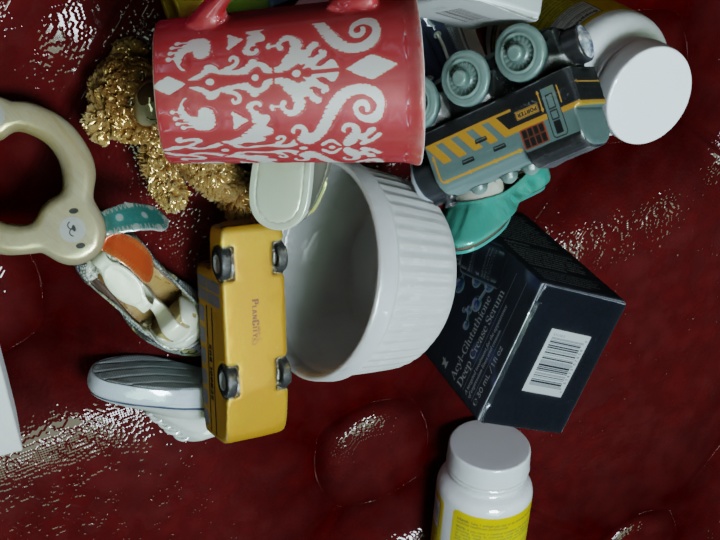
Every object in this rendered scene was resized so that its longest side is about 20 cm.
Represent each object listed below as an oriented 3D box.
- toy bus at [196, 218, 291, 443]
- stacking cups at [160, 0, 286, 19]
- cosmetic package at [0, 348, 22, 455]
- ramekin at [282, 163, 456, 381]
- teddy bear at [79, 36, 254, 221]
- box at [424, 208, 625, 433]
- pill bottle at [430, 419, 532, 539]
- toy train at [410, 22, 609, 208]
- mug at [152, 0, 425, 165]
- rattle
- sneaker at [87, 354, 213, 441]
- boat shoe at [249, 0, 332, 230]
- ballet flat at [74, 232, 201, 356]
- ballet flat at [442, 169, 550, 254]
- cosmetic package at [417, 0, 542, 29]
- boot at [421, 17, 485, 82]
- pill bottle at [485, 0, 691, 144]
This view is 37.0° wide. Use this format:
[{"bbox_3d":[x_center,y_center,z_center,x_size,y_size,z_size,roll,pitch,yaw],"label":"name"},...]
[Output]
[{"bbox_3d":[-0.108,0.053,0.990,0.064,0.078,0.203,-8,103,-28],"label":"toy bus"},{"bbox_3d":[-0.070,-0.253,0.905,0.198,0.060,0.061,-26,125,-16],"label":"stacking cups"},{"bbox_3d":[-0.365,0.069,0.923,0.106,0.085,0.202,-12,122,-18],"label":"cosmetic package"},{"bbox_3d":[0.000,0.000,0.992,0.104,0.200,0.202,3,117,-36],"label":"ramekin"},{"bbox_3d":[-0.142,-0.118,0.934,0.145,0.067,0.200,-40,127,-3],"label":"teddy bear"},{"bbox_3d":[0.143,0.040,1.071,0.106,0.200,0.150,12,111,-28],"label":"box"},{"bbox_3d":[0.141,0.284,1.261,0.113,0.114,0.202,-8,121,-20],"label":"pill bottle"},{"bbox_3d":[0.113,-0.129,0.904,0.198,0.115,0.085,-21,175,34],"label":"toy train"},{"bbox_3d":[-0.055,-0.165,0.829,0.197,0.133,0.180,-4,95,-1],"label":"mug"},{"bbox_3d":[-0.242,-0.058,0.850,0.199,0.143,0.131,38,67,-9],"label":"rattle"},{"bbox_3d":[-0.174,0.133,1.055,0.198,0.073,0.072,12,109,-30],"label":"sneaker"},{"bbox_3d":[-0.049,-0.136,0.929,0.071,0.060,0.204,14,97,11],"label":"boat shoe"},{"bbox_3d":[-0.194,0.030,0.992,0.072,0.072,0.201,-40,126,1],"label":"ballet flat"},{"bbox_3d":[0.125,-0.084,1.039,0.200,0.067,0.071,-38,124,-50],"label":"ballet flat"},{"bbox_3d":[0.100,-0.308,0.876,0.080,0.113,0.203,9,94,-28],"label":"cosmetic package"},{"bbox_3d":[0.063,-0.193,0.990,0.090,0.073,0.202,-27,116,-7],"label":"boot"},{"bbox_3d":[0.204,-0.190,0.971,0.111,0.200,0.114,-11,122,-19],"label":"pill bottle"}]
